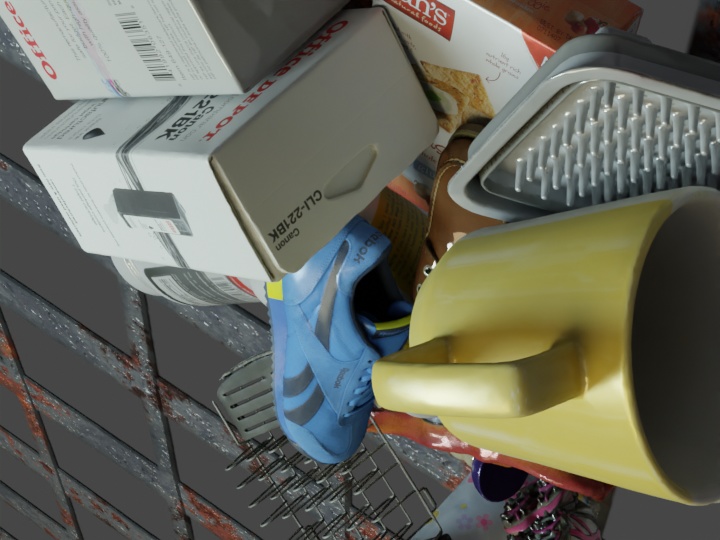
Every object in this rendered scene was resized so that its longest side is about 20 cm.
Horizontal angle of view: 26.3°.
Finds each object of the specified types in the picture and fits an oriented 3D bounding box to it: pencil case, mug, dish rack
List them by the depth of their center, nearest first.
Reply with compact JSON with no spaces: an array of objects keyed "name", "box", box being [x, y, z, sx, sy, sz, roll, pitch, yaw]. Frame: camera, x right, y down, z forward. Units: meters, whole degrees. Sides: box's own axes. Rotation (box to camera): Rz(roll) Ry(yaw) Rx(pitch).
[{"name":"dish rack","box":[0.158,-0.057,0.762,0.199,0.044,0.172,13,158,-14]},{"name":"mug","box":[0.097,0.028,0.764,0.152,0.150,0.186,0,156,41]},{"name":"dish rack","box":[-0.030,0.151,1.103,0.153,0.054,0.201,-26,97,44]},{"name":"pencil case","box":[0.085,0.219,1.173,0.091,0.200,0.083,41,160,16]}]

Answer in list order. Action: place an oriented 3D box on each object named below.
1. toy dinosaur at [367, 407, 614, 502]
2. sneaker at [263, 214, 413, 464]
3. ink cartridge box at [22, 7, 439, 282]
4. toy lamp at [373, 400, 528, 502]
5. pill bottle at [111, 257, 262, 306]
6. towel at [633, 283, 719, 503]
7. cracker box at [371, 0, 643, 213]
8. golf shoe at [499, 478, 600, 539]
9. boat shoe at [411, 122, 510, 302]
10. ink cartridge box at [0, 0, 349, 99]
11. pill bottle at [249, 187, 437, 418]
[{"name":"toy dinosaur","box":[0.090,0.119,1.082,0.105,0.200,0.182,43,-171,-40]},{"name":"sneaker","box":[-0.007,0.051,0.918,0.078,0.066,0.201,20,135,26]},{"name":"ink cartridge box","box":[-0.076,-0.075,0.881,0.199,0.144,0.084,9,135,49]},{"name":"toy lamp","box":[0.046,0.117,1.197,0.200,0.058,0.058,26,152,51]},{"name":"pill bottle","box":[-0.102,-0.033,1.129,0.199,0.116,0.116,-5,129,55]},{"name":"towel","box":[0.202,0.067,0.891,0.132,0.035,0.200,-22,131,34]},{"name":"cracker box","box":[0.071,-0.098,0.873,0.134,0.058,0.200,33,151,16]},{"name":"golf shoe","box":[0.135,0.205,1.043,0.072,0.200,0.092,-35,93,21]},{"name":"boat shoe","box":[0.068,0.005,0.892,0.072,0.068,0.201,27,149,29]},{"name":"ink cartridge box","box":[-0.113,-0.197,0.867,0.199,0.145,0.148,7,135,48]},{"name":"pill bottle","box":[0.000,0.000,1.008,0.200,0.113,0.112,40,156,-27]}]
